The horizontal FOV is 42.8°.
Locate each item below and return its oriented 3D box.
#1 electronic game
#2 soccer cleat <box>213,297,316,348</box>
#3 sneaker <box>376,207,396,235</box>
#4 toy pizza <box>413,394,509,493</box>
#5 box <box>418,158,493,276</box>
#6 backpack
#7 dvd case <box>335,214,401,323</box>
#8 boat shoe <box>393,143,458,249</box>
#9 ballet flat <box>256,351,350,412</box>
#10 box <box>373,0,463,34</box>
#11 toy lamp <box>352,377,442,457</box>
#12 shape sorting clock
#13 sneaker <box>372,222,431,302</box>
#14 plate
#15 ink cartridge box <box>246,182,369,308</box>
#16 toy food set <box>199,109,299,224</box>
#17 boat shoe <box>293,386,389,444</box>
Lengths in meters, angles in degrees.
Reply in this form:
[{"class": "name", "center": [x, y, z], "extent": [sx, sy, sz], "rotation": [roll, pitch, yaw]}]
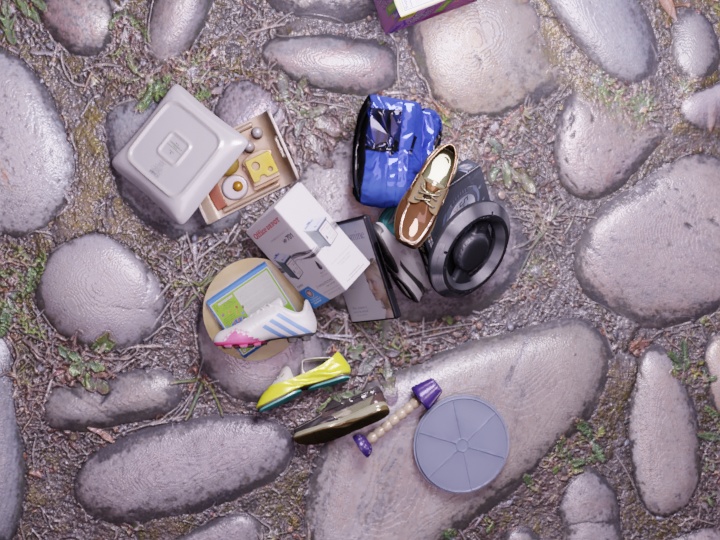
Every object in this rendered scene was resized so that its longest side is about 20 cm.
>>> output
[{"class": "electronic game", "center": [0.204, -0.038, 1.715], "extent": [0.198, 0.042, 0.202], "rotation": [-23, 131, -29]}, {"class": "soccer cleat", "center": [-0.181, 0.099, 1.731], "extent": [0.197, 0.070, 0.088], "rotation": [-6, 86, -13]}, {"class": "sneaker", "center": [0.125, -0.117, 1.782], "extent": [0.197, 0.080, 0.079], "rotation": [-20, 97, -5]}, {"class": "toy pizza", "center": [0.202, 0.349, 1.853], "extent": [0.197, 0.032, 0.204], "rotation": [-1, 95, -7]}, {"class": "box", "center": [0.177, -0.084, 1.731], "extent": [0.159, 0.043, 0.202], "rotation": [-34, 128, -15]}, {"class": "backpack", "center": [0.064, -0.215, 1.717], "extent": [0.165, 0.163, 0.203], "rotation": [10, 96, 3]}, {"class": "dvd case", "center": [0.000, 0.000, 1.749], "extent": [0.017, 0.142, 0.203], "rotation": [-22, 98, -36]}, {"class": "boat shoe", "center": [0.116, -0.138, 1.608], "extent": [0.075, 0.074, 0.202], "rotation": [23, 74, 0]}, {"class": "ballet flat", "center": [-0.117, 0.212, 1.789], "extent": [0.197, 0.067, 0.068], "rotation": [-20, 76, -9]}, {"class": "box", "center": [0.134, -0.531, 1.701], "extent": [0.197, 0.176, 0.098], "rotation": [-21, 96, -6]}, {"class": "toy lamp", "center": [0.076, 0.287, 1.819], "extent": [0.199, 0.058, 0.059], "rotation": [-37, 98, -2]}, {"class": "shape sorting clock", "center": [-0.205, 0.075, 1.771], "extent": [0.197, 0.039, 0.204], "rotation": [-1, 98, -10]}, {"class": "sneaker", "center": [0.093, -0.044, 1.772], "extent": [0.115, 0.075, 0.201], "rotation": [-45, 127, -13]}, {"class": "plate", "center": [-0.340, -0.220, 1.694], "extent": [0.199, 0.032, 0.201], "rotation": [39, 88, 15]}, {"class": "ink cartridge box", "center": [-0.099, -0.044, 1.714], "extent": [0.200, 0.146, 0.086], "rotation": [47, 58, -8]}, {"class": "toy food set", "center": [-0.231, -0.195, 1.736], "extent": [0.198, 0.060, 0.145], "rotation": [-26, 97, -4]}, {"class": "boat shoe", "center": [-0.041, 0.284, 1.800], "extent": [0.198, 0.072, 0.067], "rotation": [-21, 58, 9]}]
